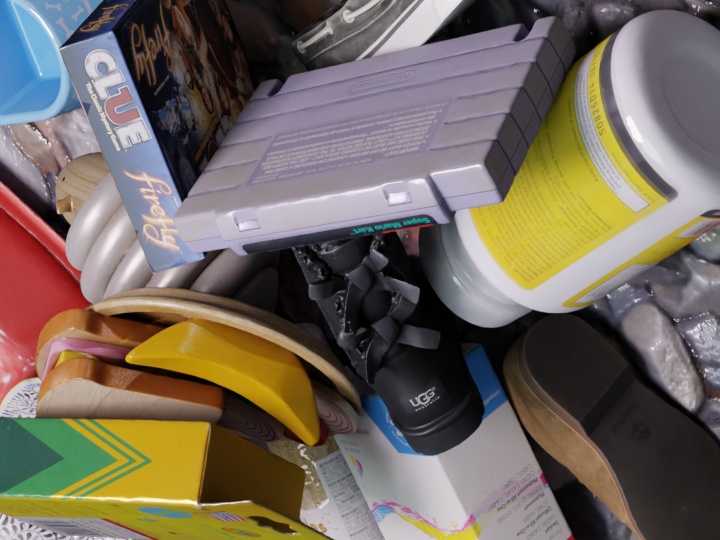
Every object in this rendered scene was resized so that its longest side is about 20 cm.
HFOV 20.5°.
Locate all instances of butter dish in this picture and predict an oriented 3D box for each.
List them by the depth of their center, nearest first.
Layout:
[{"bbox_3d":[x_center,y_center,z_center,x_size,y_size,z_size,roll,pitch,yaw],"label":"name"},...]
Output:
[{"bbox_3d":[-0.288,0.050,1.424,0.200,0.148,0.200,41,136,6],"label":"butter dish"}]

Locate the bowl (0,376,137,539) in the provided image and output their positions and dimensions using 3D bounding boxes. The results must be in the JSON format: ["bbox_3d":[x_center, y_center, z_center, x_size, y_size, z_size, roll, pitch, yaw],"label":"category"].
[{"bbox_3d":[-0.170,0.166,1.364,0.200,0.094,0.203,16,110,51],"label":"bowl"}]

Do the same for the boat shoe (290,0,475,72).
[{"bbox_3d":[0.023,-0.155,1.095,0.064,0.071,0.200,49,138,-2],"label":"boat shoe"}]

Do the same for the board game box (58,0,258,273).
[{"bbox_3d":[-0.106,-0.102,1.144,0.034,0.200,0.137,-15,111,16],"label":"board game box"}]

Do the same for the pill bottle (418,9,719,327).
[{"bbox_3d":[0.120,-0.045,1.065,0.112,0.112,0.200,51,136,-3],"label":"pill bottle"}]

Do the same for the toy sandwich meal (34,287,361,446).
[{"bbox_3d":[-0.099,0.076,1.195,0.203,0.071,0.206,12,154,6],"label":"toy sandwich meal"}]

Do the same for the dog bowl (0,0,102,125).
[{"bbox_3d":[-0.246,-0.148,1.326,0.199,0.050,0.112,-2,118,39],"label":"dog bowl"}]

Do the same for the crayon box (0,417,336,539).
[{"bbox_3d":[-0.120,0.126,1.173,0.198,0.051,0.127,0,162,25],"label":"crayon box"}]

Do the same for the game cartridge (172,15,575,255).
[{"bbox_3d":[0.006,-0.067,1.038,0.198,0.130,0.039,-8,131,35],"label":"game cartridge"}]

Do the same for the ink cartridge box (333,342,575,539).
[{"bbox_3d":[0.063,0.146,1.255,0.116,0.067,0.201,-1,119,58],"label":"ink cartridge box"}]

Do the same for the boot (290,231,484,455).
[{"bbox_3d":[-0.001,0.000,1.142,0.163,0.073,0.199,59,-179,-30],"label":"boot"}]

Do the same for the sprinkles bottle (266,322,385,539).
[{"bbox_3d":[-0.019,0.136,1.330,0.068,0.068,0.201,-7,114,41],"label":"sprinkles bottle"}]

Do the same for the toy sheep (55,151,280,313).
[{"bbox_3d":[-0.115,-0.005,1.269,0.199,0.138,0.138,36,135,9],"label":"toy sheep"}]

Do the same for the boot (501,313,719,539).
[{"bbox_3d":[0.160,0.115,1.190,0.200,0.073,0.075,51,156,2],"label":"boot"}]
